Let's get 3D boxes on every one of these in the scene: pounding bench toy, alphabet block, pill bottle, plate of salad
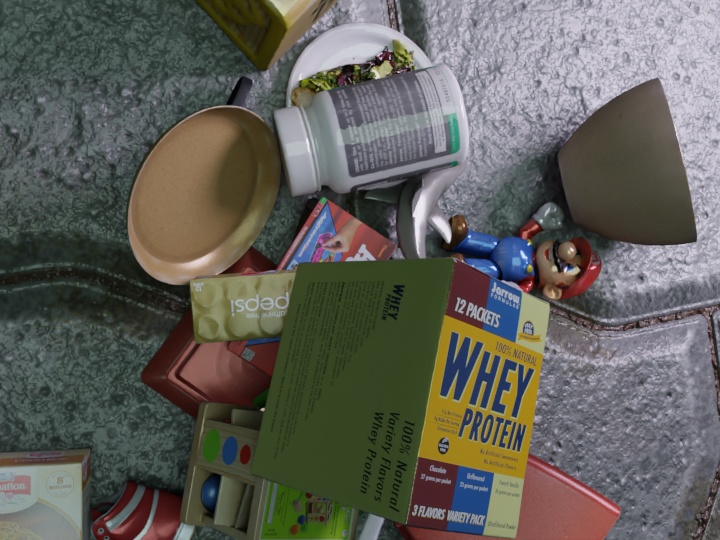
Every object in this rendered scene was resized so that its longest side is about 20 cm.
[{"bbox_3d":[-0.088,0.172,0.790,0.124,0.155,0.202,16,78,-40],"label":"pounding bench toy"},{"bbox_3d":[-0.089,-0.368,0.810,0.200,0.196,0.195,-45,99,-10],"label":"alphabet block"},{"bbox_3d":[0.010,-0.150,0.838,0.198,0.113,0.114,-14,94,-7],"label":"pill bottle"},{"bbox_3d":[0.011,-0.199,0.911,0.198,0.048,0.202,0,89,-14],"label":"plate of salad"}]

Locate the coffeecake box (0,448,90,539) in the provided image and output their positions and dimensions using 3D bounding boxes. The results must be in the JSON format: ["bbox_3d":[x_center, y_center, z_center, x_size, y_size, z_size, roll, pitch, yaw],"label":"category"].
[{"bbox_3d":[-0.369,0.299,0.803,0.152,0.073,0.202,0,90,-13],"label":"coffeecake box"}]

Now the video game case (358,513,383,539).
[{"bbox_3d":[0.047,0.191,0.806,0.018,0.143,0.202,22,91,9],"label":"video game case"}]

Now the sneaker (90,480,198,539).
[{"bbox_3d":[-0.267,0.329,0.830,0.112,0.071,0.201,30,75,-16],"label":"sneaker"}]

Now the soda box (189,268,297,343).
[{"bbox_3d":[-0.077,0.034,0.812,0.198,0.064,0.069,-4,94,-4],"label":"soda box"}]

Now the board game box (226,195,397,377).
[{"bbox_3d":[-0.054,0.029,0.855,0.102,0.019,0.201,32,91,-7],"label":"board game box"}]

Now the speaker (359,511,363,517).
[{"bbox_3d":[0.014,0.180,0.894,0.088,0.088,0.201,29,83,-12],"label":"speaker"}]

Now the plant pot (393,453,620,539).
[{"bbox_3d":[0.140,0.283,0.880,0.176,0.200,0.200,40,81,0],"label":"plant pot"}]

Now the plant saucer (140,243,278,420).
[{"bbox_3d":[-0.117,0.103,0.886,0.199,0.037,0.201,38,82,-11],"label":"plant saucer"}]

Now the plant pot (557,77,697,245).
[{"bbox_3d":[0.319,-0.117,0.934,0.133,0.200,0.202,-14,94,20],"label":"plant pot"}]

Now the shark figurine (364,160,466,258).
[{"bbox_3d":[0.074,-0.055,0.862,0.127,0.090,0.216,2,61,-7],"label":"shark figurine"}]

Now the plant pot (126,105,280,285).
[{"bbox_3d":[-0.165,-0.080,0.802,0.027,0.200,0.201,31,80,32],"label":"plant pot"}]

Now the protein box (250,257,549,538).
[{"bbox_3d":[0.033,0.104,0.662,0.134,0.199,0.201,22,75,-39],"label":"protein box"}]

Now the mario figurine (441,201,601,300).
[{"bbox_3d":[0.204,-0.022,0.929,0.198,0.106,0.125,6,101,-10],"label":"mario figurine"}]

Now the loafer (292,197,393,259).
[{"bbox_3d":[0.000,0.000,0.904,0.200,0.073,0.071,40,91,-6],"label":"loafer"}]

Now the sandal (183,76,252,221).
[{"bbox_3d":[-0.159,-0.123,0.858,0.045,0.075,0.201,29,81,-21],"label":"sandal"}]
